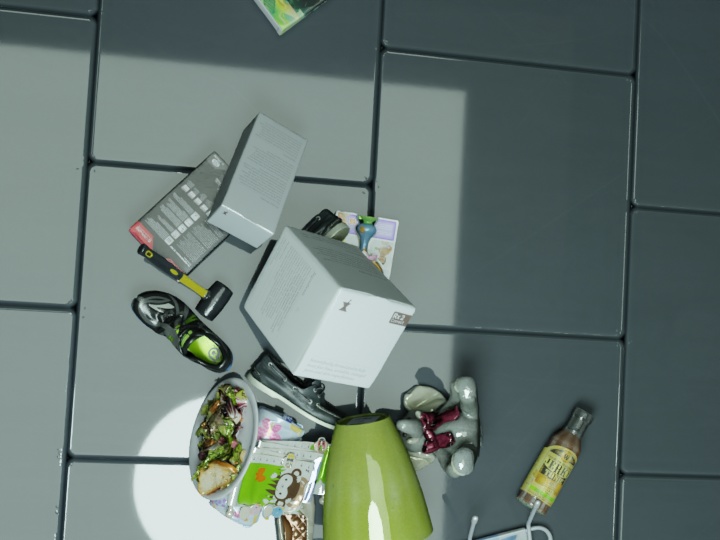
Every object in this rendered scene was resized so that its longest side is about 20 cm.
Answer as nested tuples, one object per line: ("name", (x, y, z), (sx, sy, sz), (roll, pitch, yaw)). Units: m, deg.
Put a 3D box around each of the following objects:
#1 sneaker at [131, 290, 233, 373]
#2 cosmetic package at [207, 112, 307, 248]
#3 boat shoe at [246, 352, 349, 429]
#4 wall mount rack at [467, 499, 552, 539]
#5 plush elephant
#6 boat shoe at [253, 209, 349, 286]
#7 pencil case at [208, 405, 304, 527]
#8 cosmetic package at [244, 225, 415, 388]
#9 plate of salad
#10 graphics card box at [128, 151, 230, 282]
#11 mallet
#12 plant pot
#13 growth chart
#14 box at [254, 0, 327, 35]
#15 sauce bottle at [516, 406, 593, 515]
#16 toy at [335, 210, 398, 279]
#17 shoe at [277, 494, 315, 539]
("sneaker", (-0.295, 0.100, 1.611), (0.199, 0.083, 0.071), (39, 81, -6))
("cosmetic package", (-0.171, -0.152, 1.606), (0.101, 0.071, 0.201), (29, 58, -19))
("boat shoe", (-0.095, 0.206, 1.648), (0.199, 0.075, 0.066), (30, 95, 2))
("wall mount rack", (0.255, 0.484, 1.687), (0.199, 0.075, 0.175), (-11, 104, -11))
("plush elephant", (0.127, 0.275, 1.653), (0.154, 0.200, 0.166), (0, 73, 12))
("boat shoe", (-0.115, -0.032, 1.651), (0.199, 0.075, 0.066), (-40, 73, 3))
("pencil case", (-0.175, 0.330, 1.623), (0.091, 0.083, 0.201), (32, 82, -22))
("cosmetic package", (-0.053, 0.059, 1.552), (0.164, 0.200, 0.165), (15, 112, -40))
("plate of salad", (-0.233, 0.272, 1.562), (0.048, 0.200, 0.201), (20, 84, -36))
("graphics card box", (-0.281, -0.092, 1.638), (0.200, 0.051, 0.125), (-45, 96, -8))
("mallet", (-0.300, 0.022, 1.590), (0.200, 0.041, 0.066), (32, 89, -42))
("plant pot", (0.015, 0.346, 1.599), (0.186, 0.187, 0.201), (-8, 92, -11))
("growth chart", (-0.129, 0.345, 1.596), (0.199, 0.018, 0.145), (3, 97, -33))
("box", (-0.107, -0.534, 1.697), (0.200, 0.036, 0.145), (-39, 94, -9))
("sauce bottle", (0.355, 0.341, 1.729), (0.065, 0.065, 0.201), (31, 82, -8))
("toy", (0.000, 0.000, 1.687), (0.115, 0.047, 0.201), (9, 85, -8))
("shoe", (-0.109, 0.435, 1.645), (0.070, 0.053, 0.201), (-3, 88, -10))
